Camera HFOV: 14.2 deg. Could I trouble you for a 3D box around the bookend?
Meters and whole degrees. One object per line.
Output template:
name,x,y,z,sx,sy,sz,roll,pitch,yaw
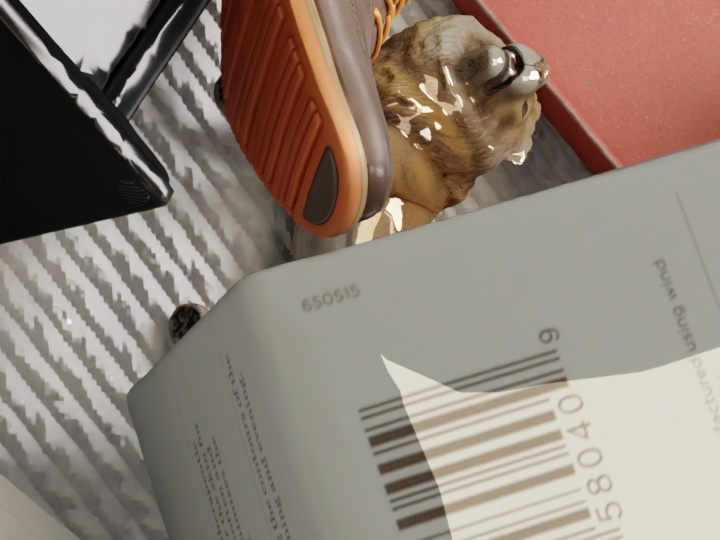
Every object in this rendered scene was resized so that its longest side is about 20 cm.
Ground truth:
bookend,-0.106,-0.149,0.900,0.200,0.092,0.199,51,51,-26

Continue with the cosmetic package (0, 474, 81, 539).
cosmetic package,-0.100,0.127,0.880,0.200,0.051,0.083,43,54,-31

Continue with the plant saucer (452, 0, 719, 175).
plant saucer,0.141,-0.082,1.125,0.200,0.037,0.200,-34,82,-40

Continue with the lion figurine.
lion figurine,0.000,0.000,1.004,0.122,0.072,0.200,22,81,-48

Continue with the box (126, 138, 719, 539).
box,0.062,0.086,0.855,0.200,0.171,0.199,-16,81,-20

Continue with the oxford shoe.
oxford shoe,-0.009,-0.095,0.942,0.073,0.071,0.200,1,52,-20
